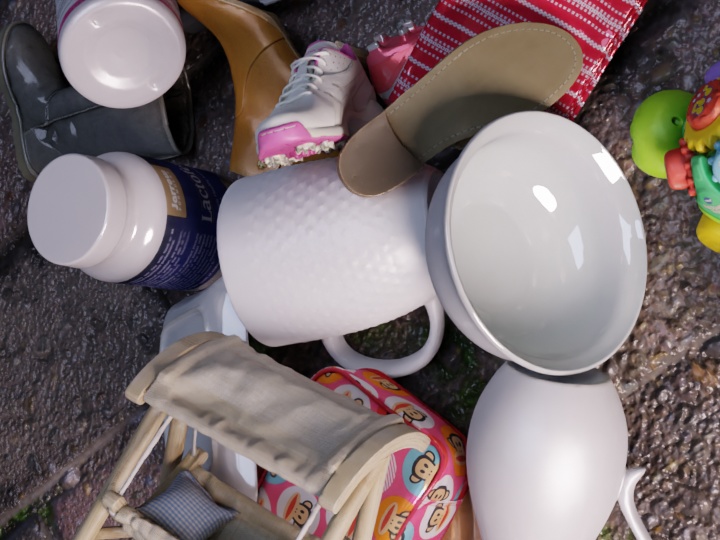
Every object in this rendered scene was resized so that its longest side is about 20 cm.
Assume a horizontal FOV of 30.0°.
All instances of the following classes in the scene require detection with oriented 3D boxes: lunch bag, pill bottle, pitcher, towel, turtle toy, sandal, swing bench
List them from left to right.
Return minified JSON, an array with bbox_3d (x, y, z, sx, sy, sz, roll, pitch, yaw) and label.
[{"bbox_3d":[-0.228,-0.248,1.252,0.113,0.113,0.200,-45,35,20],"label":"pill bottle"},{"bbox_3d":[-0.194,-0.043,1.202,0.115,0.200,0.117,-3,84,31],"label":"pill bottle"},{"bbox_3d":[-0.086,0.169,1.017,0.198,0.130,0.201,23,94,28],"label":"swing bench"},{"bbox_3d":[-0.017,0.184,1.107,0.176,0.082,0.201,35,104,30],"label":"lunch bag"},{"bbox_3d":[0.071,-0.128,1.062,0.211,0.070,0.078,-32,97,-4],"label":"sandal"},{"bbox_3d":[0.124,-0.182,1.071,0.144,0.022,0.201,33,118,6],"label":"towel"},{"bbox_3d":[0.162,0.176,1.026,0.170,0.121,0.201,8,101,12],"label":"pitcher"},{"bbox_3d":[0.268,-0.093,0.962,0.146,0.101,0.200,-62,17,-8],"label":"turtle toy"}]

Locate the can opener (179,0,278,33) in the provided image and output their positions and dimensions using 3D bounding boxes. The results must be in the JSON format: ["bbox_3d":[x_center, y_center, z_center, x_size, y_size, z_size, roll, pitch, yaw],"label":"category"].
[{"bbox_3d":[-0.096,-0.263,1.249,0.199,0.066,0.053,-10,76,39],"label":"can opener"}]

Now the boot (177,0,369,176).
[{"bbox_3d":[-0.097,-0.159,1.201,0.200,0.071,0.145,23,99,6],"label":"boot"}]

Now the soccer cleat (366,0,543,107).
[{"bbox_3d":[0.099,-0.191,1.126,0.199,0.067,0.077,-18,112,21],"label":"soccer cleat"}]

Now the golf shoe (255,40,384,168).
[{"bbox_3d":[-0.041,-0.136,1.081,0.075,0.200,0.092,-14,96,20],"label":"golf shoe"}]

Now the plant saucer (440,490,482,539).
[{"bbox_3d":[0.016,0.216,1.149,0.199,0.032,0.202,-3,83,31],"label":"plant saucer"}]

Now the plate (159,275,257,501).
[{"bbox_3d":[-0.141,0.112,1.191,0.200,0.032,0.201,154,113,-64],"label":"plate"}]

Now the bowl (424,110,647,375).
[{"bbox_3d":[0.119,-0.015,1.033,0.090,0.200,0.202,-17,76,54],"label":"bowl"}]

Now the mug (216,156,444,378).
[{"bbox_3d":[0.000,0.000,1.127,0.174,0.148,0.201,-11,110,23],"label":"mug"}]

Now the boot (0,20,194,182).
[{"bbox_3d":[-0.264,-0.182,1.333,0.199,0.072,0.183,-13,92,36],"label":"boot"}]
